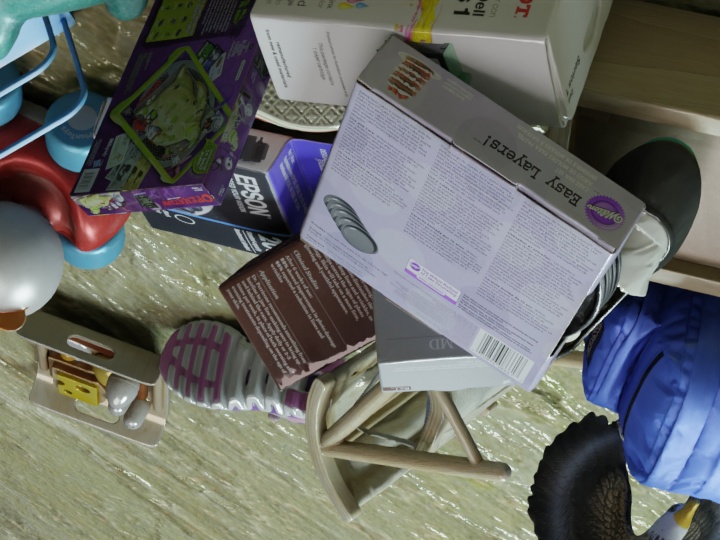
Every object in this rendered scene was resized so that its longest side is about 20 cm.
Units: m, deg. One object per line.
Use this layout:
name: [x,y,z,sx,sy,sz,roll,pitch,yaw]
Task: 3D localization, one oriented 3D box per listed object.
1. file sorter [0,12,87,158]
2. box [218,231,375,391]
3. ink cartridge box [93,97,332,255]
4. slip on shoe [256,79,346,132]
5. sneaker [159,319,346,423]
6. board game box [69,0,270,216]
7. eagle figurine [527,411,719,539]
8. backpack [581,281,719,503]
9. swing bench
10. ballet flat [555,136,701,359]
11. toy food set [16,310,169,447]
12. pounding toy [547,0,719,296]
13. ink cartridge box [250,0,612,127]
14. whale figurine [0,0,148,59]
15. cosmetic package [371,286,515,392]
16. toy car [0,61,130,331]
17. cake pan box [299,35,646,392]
file sorter: [-0.302,-0.186,1.468,0.138,0.123,0.200,-29,134,4]
box: [0.000,0.000,1.584,0.199,0.075,0.101,-28,96,26]
ink cartridge box: [-0.093,-0.063,1.624,0.198,0.044,0.198,12,162,13]
slip on shoe: [-0.072,-0.142,1.523,0.198,0.075,0.061,4,-179,14]
sneaker: [-0.090,0.103,1.896,0.198,0.081,0.088,10,166,23]
board game box: [-0.118,-0.129,1.427,0.119,0.201,0.032,-6,142,37]
eagle figurine: [0.206,0.210,1.512,0.150,0.200,0.153,-21,109,16]
backpack: [0.245,0.066,1.474,0.166,0.201,0.163,9,136,-1]
swing bench: [0.078,0.083,1.614,0.199,0.198,0.131,-20,100,48]
ballet flat: [0.163,-0.002,1.344,0.068,0.069,0.200,28,138,-2]
toy food set: [-0.263,0.113,2.002,0.142,0.061,0.200,20,156,2]
pounding toy: [0.200,-0.084,1.403,0.182,0.143,0.201,13,137,10]
ink cartridge box: [0.051,-0.178,1.304,0.198,0.146,0.084,7,145,21]
whale figurine: [-0.192,-0.214,1.354,0.199,0.104,0.159,-38,129,5]
cosmetic package: [0.057,-0.020,1.448,0.106,0.202,0.090,-6,160,2]
toy car: [-0.294,-0.036,1.662,0.176,0.201,0.185,23,149,8]
cake pan box: [0.067,-0.029,1.288,0.199,0.052,0.185,34,149,8]
